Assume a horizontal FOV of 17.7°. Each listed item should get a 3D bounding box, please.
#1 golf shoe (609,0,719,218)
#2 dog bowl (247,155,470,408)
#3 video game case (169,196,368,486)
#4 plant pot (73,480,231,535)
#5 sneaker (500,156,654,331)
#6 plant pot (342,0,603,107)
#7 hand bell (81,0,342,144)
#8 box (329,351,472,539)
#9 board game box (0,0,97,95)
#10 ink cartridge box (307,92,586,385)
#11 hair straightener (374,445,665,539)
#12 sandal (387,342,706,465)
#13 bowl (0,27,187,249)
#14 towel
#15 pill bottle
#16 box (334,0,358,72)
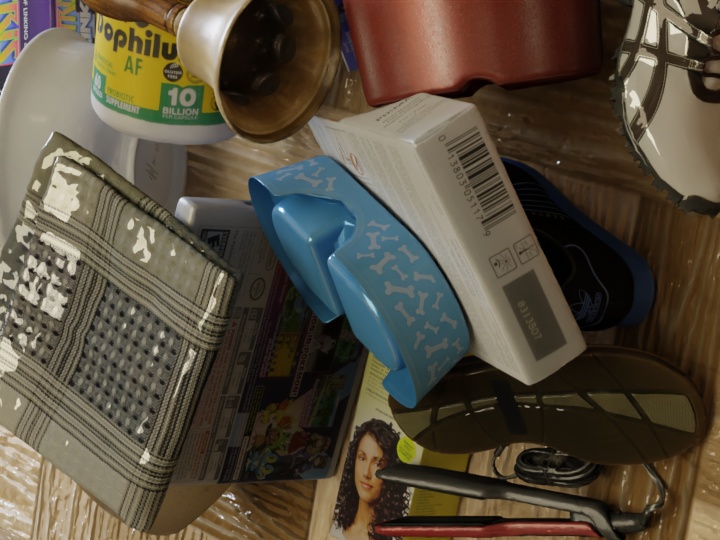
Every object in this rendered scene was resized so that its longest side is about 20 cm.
[{"bbox_3d":[0.194,-0.133,1.337,0.094,0.078,0.201,-20,76,46],"label":"golf shoe"},{"bbox_3d":[0.000,0.000,1.417,0.200,0.049,0.112,44,161,47],"label":"dog bowl"},{"bbox_3d":[-0.068,0.049,1.548,0.023,0.182,0.201,33,113,46],"label":"video game case"},{"bbox_3d":[-0.131,0.066,1.631,0.134,0.200,0.201,-34,63,20],"label":"plant pot"},{"bbox_3d":[0.092,-0.022,1.448,0.200,0.078,0.070,32,113,43],"label":"sneaker"},{"bbox_3d":[0.062,-0.205,1.413,0.200,0.200,0.196,-5,93,48],"label":"plant pot"},{"bbox_3d":[-0.118,-0.157,1.449,0.200,0.104,0.105,24,107,38],"label":"hand bell"},{"bbox_3d":[0.038,0.094,1.529,0.075,0.050,0.201,23,106,45],"label":"box"},{"bbox_3d":[-0.276,-0.210,1.878,0.165,0.057,0.201,-4,87,49],"label":"board game box"},{"bbox_3d":[0.048,-0.028,1.384,0.163,0.057,0.200,63,171,-17],"label":"ink cartridge box"},{"bbox_3d":[0.097,0.130,1.439,0.199,0.041,0.077,-1,93,32],"label":"hair straightener"},{"bbox_3d":[0.114,0.075,1.414,0.199,0.055,0.082,-6,119,29],"label":"sandal"},{"bbox_3d":[-0.187,-0.077,1.705,0.090,0.201,0.202,4,93,19],"label":"bowl"},{"bbox_3d":[-0.174,0.037,1.496,0.200,0.034,0.193,36,115,34],"label":"towel"},{"bbox_3d":[-0.117,-0.195,1.546,0.113,0.112,0.201,34,124,43],"label":"pill bottle"},{"bbox_3d":[-0.024,-0.227,1.556,0.041,0.119,0.201,-18,69,3],"label":"box"}]
